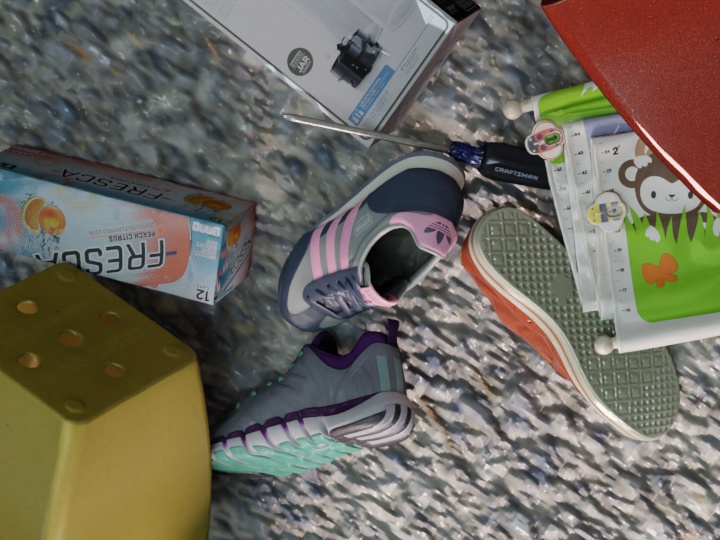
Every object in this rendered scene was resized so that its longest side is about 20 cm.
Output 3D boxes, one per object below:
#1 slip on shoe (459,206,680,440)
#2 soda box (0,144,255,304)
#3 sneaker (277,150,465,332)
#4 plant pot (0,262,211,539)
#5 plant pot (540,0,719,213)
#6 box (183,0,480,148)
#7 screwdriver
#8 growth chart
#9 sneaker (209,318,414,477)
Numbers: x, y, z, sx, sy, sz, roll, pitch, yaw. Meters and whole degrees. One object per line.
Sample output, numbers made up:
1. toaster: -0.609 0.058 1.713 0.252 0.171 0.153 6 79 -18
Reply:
1. slip on shoe: 0.145 0.037 1.574 0.200 0.074 0.061 45 160 -7
2. soda box: -0.180 -0.035 1.664 0.199 0.068 0.064 14 110 15
3. sneaker: 0.000 0.000 1.576 0.070 0.082 0.200 23 137 -20
4. plant pot: -0.222 0.115 1.619 0.200 0.200 0.177 33 126 23
5. plant pot: 0.253 -0.154 1.408 0.199 0.200 0.177 -20 109 25
6. box: -0.033 -0.192 1.567 0.200 0.060 0.117 40 115 6
7. screwdriver: 0.046 -0.086 1.543 0.199 0.028 0.029 14 150 -15
8. growth chart: 0.195 -0.042 1.531 0.144 0.018 0.201 -19 94 5
9. sneaker: -0.044 0.096 1.669 0.200 0.074 0.088 -16 65 33
